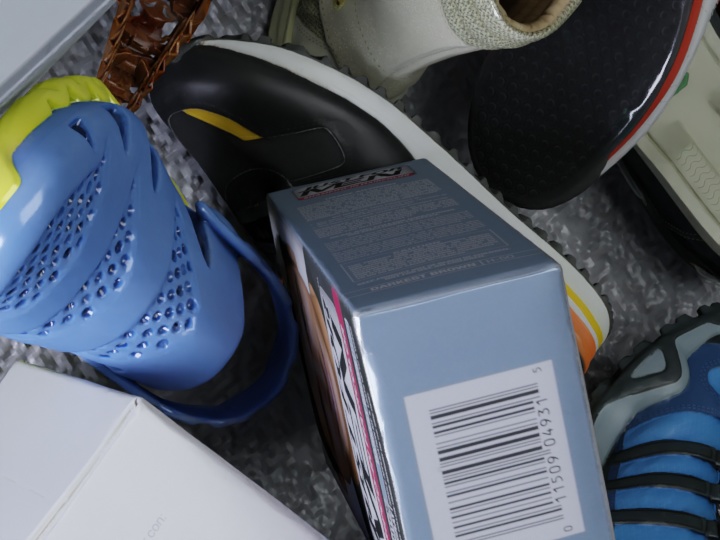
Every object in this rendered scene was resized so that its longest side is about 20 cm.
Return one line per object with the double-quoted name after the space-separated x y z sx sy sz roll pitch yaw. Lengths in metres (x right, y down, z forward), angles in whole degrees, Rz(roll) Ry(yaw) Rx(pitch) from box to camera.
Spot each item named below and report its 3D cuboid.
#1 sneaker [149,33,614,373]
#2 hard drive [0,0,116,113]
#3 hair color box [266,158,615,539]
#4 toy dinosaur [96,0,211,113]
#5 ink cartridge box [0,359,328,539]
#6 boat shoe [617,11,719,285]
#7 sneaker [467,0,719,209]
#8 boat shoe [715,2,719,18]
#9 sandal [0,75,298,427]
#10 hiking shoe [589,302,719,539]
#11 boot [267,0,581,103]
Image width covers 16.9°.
0.000 0.000 0.851 0.200 0.070 0.090 37 64 -21 "sneaker"
-0.125 -0.045 0.711 0.027 0.200 0.132 46 63 -7 "hard drive"
0.020 0.032 0.732 0.060 0.200 0.099 -13 102 -6 "hair color box"
-0.037 -0.133 0.813 0.102 0.136 0.201 9 70 -18 "toy dinosaur"
-0.040 0.122 0.760 0.200 0.145 0.088 38 78 -19 "ink cartridge box"
0.107 -0.082 0.936 0.072 0.068 0.200 -30 83 -7 "boat shoe"
0.117 -0.113 0.874 0.108 0.067 0.202 -9 128 -59 "sneaker"
0.183 -0.064 0.964 0.063 0.073 0.201 -24 93 -27 "boat shoe"
-0.069 0.001 0.737 0.087 0.200 0.080 41 94 15 "sandal"
0.103 0.091 0.872 0.087 0.075 0.200 38 54 17 "hiking shoe"
0.038 -0.156 0.849 0.072 0.155 0.201 19 73 -24 "boot"
